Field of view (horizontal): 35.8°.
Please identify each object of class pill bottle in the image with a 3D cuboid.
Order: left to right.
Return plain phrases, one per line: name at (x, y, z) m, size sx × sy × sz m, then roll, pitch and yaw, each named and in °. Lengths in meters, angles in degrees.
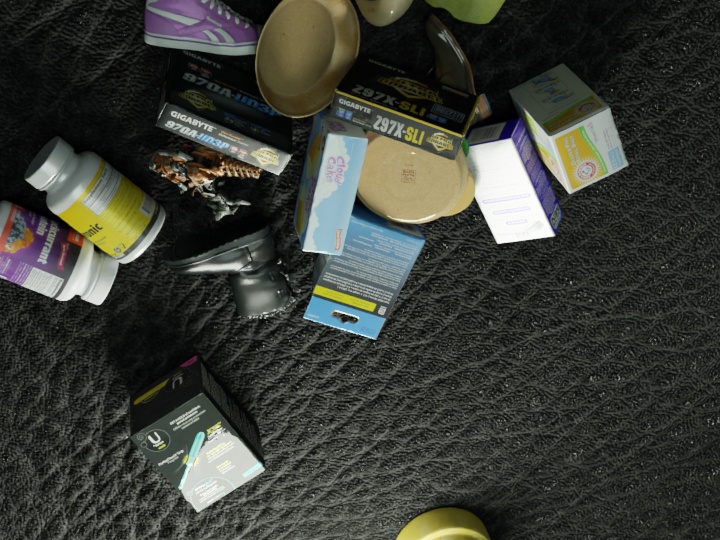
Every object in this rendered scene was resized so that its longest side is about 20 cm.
pill bottle at (-0.482, -0.020, 1.727) m, size 0.199 × 0.112 × 0.112 m, roll 24°, pitch 111°, yaw -23°
pill bottle at (-0.405, -0.110, 1.696) m, size 0.111 × 0.111 × 0.200 m, roll -43°, pitch 117°, yaw 12°

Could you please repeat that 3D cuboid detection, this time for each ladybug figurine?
ladybug figurine at (0.037, -0.455, 1.600) m, size 0.072 × 0.135 × 0.202 m, roll -14°, pitch 110°, yaw -31°

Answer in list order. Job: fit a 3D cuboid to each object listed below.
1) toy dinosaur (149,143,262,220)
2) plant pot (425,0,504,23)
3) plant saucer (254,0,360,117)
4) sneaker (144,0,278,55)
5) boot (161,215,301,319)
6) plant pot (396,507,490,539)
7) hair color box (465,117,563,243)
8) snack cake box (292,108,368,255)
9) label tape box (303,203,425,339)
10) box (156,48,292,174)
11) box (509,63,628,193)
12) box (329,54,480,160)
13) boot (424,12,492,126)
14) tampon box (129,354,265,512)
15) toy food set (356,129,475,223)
toy dinosaur at (-0.232, -0.145, 1.688) m, size 0.103 × 0.200 × 0.136 m, roll -57°, pitch 139°, yaw -2°
plant pot at (0.169, -0.466, 1.599) m, size 0.199 × 0.201 × 0.185 m, roll 14°, pitch 125°, yaw -19°
plant saucer at (-0.086, -0.328, 1.653) m, size 0.199 × 0.035 × 0.201 m, roll -26°, pitch 131°, yaw -34°
sneaker at (-0.211, -0.377, 1.619) m, size 0.199 × 0.073 × 0.115 m, roll 3°, pitch 114°, yaw -14°
boot at (-0.208, 0.009, 1.829) m, size 0.197 × 0.074 × 0.163 m, roll -18°, pitch 123°, yaw -3°
plant pot at (0.177, 0.595, 2.156) m, size 0.199 × 0.189 × 0.202 m, roll -6°, pitch 119°, yaw -10°
hair color box at (0.243, -0.143, 1.820) m, size 0.109 × 0.065 × 0.201 m, roll -7°, pitch 126°, yaw 34°
snack cake box at (-0.050, -0.140, 1.754) m, size 0.067 × 0.115 × 0.201 m, roll 6°, pitch 116°, yaw -15°
label tape box at (0.000, 0.000, 1.869) m, size 0.143 × 0.063 × 0.201 m, roll 18°, pitch 113°, yaw -21°
box at (-0.197, -0.238, 1.643) m, size 0.199 × 0.160 × 0.046 m, roll 21°, pitch 129°, yaw -21°
box at (0.322, -0.224, 1.740) m, size 0.101 × 0.200 × 0.113 m, roll -26°, pitch 120°, yaw 3°
box at (0.068, -0.245, 1.659) m, size 0.199 × 0.160 × 0.050 m, roll 21°, pitch 124°, yaw 4°
boot at (0.125, -0.296, 1.732) m, size 0.097 × 0.075 × 0.201 m, roll -32°, pitch 121°, yaw 3°
tampon box at (-0.281, 0.279, 1.922) m, size 0.149 × 0.126 × 0.200 m, roll -31°, pitch 119°, yaw 5°
toy food set at (0.080, -0.163, 1.782) m, size 0.198 × 0.049 × 0.199 m, roll -8°, pitch 124°, yaw 14°
